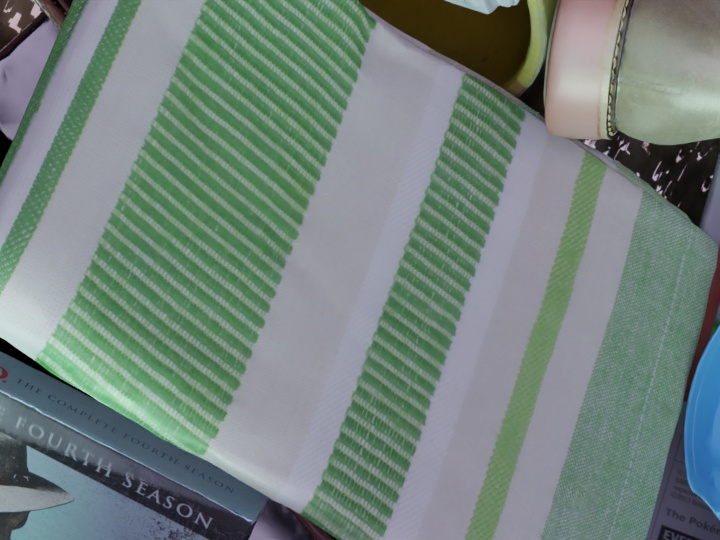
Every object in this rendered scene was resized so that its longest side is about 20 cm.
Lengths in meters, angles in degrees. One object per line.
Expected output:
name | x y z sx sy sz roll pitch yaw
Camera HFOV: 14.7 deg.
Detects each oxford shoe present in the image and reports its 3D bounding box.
oxford shoe | 0.110 -0.084 0.800 0.073 0.200 0.071 12 124 14

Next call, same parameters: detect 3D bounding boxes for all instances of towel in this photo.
towel | 0.000 0.000 0.742 0.199 0.023 0.153 32 55 -17

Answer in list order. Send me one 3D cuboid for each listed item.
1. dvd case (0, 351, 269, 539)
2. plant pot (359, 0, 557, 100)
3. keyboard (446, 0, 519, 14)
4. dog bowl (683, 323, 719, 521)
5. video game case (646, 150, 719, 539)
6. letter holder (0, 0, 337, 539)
dvd case | -0.125 0.110 0.821 0.145 0.022 0.201 27 120 3
plant pot | -0.001 -0.162 0.801 0.200 0.200 0.142 34 70 -3
keyboard | -0.047 -0.114 0.762 0.199 0.056 0.011 20 61 29
dog bowl | 0.150 0.092 0.749 0.111 0.050 0.201 -10 70 20
video game case | 0.183 0.054 0.821 0.199 0.023 0.183 21 122 13
letter holder | -0.057 0.021 0.814 0.101 0.142 0.200 -42 94 -1
